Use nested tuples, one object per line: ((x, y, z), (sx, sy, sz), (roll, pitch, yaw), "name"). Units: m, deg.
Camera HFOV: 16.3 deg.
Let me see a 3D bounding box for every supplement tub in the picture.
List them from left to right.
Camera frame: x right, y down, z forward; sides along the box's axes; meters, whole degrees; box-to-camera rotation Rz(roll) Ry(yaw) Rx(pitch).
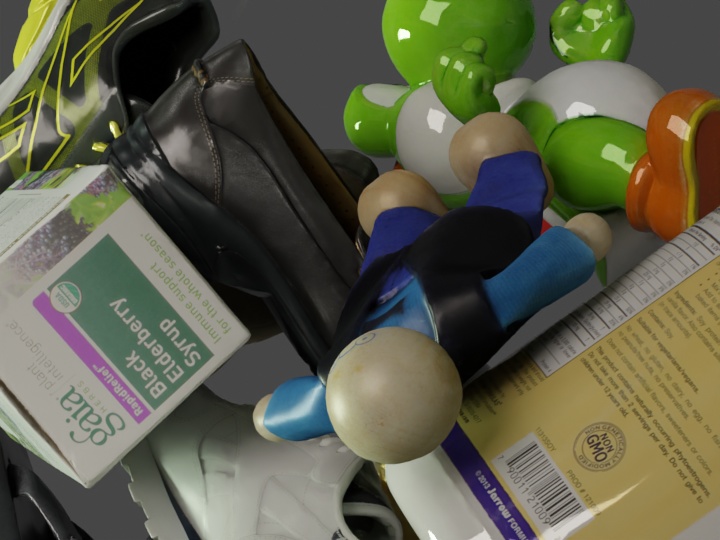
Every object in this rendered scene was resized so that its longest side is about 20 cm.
((0.124, 0.060, 0.792), (0.200, 0.145, 0.145), (-35, 51, 0), "supplement tub")

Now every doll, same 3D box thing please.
((0.020, 0.013, 0.803), (0.136, 0.049, 0.200), (-32, 14, 16), "doll")

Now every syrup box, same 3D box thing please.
((-0.113, 0.016, 0.929), (0.081, 0.079, 0.200), (-43, 11, -11), "syrup box")

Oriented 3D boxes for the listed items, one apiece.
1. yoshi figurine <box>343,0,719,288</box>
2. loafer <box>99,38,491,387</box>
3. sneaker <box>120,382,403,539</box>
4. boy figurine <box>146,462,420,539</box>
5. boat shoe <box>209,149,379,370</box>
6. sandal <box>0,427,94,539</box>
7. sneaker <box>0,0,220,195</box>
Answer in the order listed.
((0.071, -0.073, 0.950), (0.200, 0.112, 0.112), (12, 64, 44), "yoshi figurine")
((0.000, 0.000, 0.927), (0.072, 0.200, 0.073), (-48, 11, 10), "loafer")
((-0.030, 0.087, 0.896), (0.080, 0.076, 0.200), (-37, 34, 0), "sneaker")
((0.007, 0.119, 0.944), (0.200, 0.064, 0.125), (9, 75, 44), "boy figurine")
((-0.061, 0.000, 1.051), (0.200, 0.073, 0.065), (-16, 23, 48), "boat shoe")
((-0.131, 0.114, 1.058), (0.043, 0.076, 0.200), (-25, 54, -2), "sandal")
((-0.129, -0.054, 1.120), (0.085, 0.074, 0.200), (14, 82, 42), "sneaker")
